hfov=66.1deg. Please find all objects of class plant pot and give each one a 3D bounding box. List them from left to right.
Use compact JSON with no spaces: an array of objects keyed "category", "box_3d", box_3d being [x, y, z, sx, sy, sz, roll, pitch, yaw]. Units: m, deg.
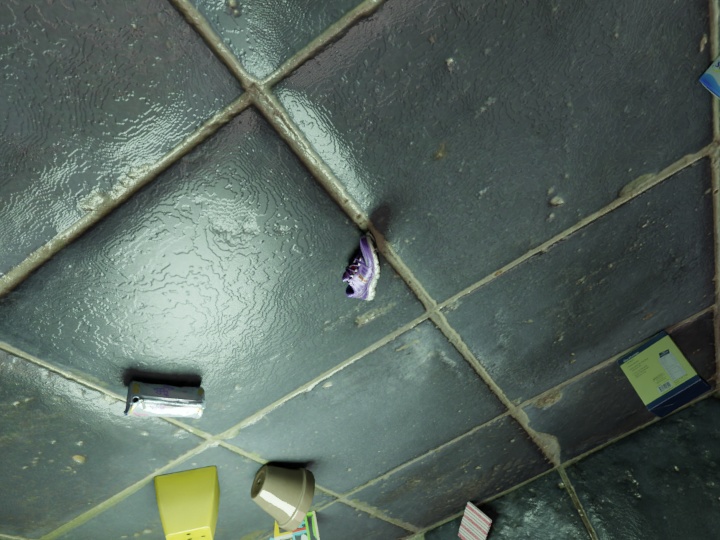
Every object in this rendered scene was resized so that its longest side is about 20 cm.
[{"category":"plant pot","box_3d":[-0.555,0.780,1.793,0.194,0.179,0.203,-6,136,-15]},{"category":"plant pot","box_3d":[-0.276,0.755,1.881,0.172,0.203,0.201,31,121,-21]}]

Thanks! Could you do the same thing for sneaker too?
[{"category":"sneaker","box_3d":[0.000,0.000,1.264,0.081,0.082,0.203,-2,136,-10]}]

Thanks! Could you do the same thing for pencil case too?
[{"category":"pencil case","box_3d":[-0.498,0.332,1.415,0.196,0.085,0.090,13,152,-32]}]

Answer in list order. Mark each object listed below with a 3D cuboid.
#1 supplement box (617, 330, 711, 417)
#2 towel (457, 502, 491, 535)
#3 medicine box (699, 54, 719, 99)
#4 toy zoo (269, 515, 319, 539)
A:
[{"category":"supplement box","box_3d":[1.054,0.362,1.929,0.199,0.203,0.133,-41,134,24]},{"category":"towel","box_3d":[0.550,1.237,2.661,0.029,0.145,0.206,-1,110,-42]},{"category":"medicine box","box_3d":[0.838,-0.418,1.120,0.178,0.104,0.202,11,129,-29]},{"category":"toy zoo","box_3d":[-0.268,1.058,2.224,0.194,0.133,0.021,-8,138,-11]}]
